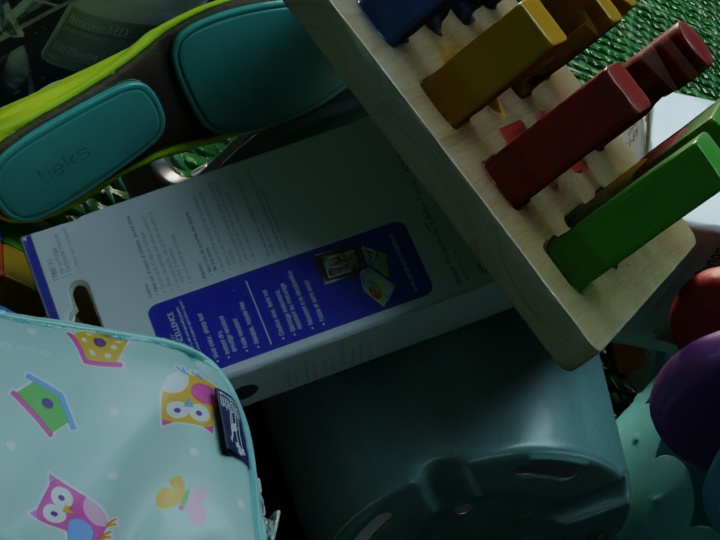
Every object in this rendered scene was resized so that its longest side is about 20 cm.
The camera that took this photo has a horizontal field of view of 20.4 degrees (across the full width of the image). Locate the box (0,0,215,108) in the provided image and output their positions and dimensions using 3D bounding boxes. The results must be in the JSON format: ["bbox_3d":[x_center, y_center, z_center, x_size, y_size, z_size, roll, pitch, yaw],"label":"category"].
[{"bbox_3d":[-0.174,-0.151,0.933,0.200,0.197,0.124,11,39,-48],"label":"box"}]

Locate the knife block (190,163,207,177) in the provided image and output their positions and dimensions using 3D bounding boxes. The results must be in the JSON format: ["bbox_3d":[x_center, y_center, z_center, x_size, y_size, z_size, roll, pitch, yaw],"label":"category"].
[{"bbox_3d":[0.000,0.000,1.111,0.175,0.064,0.200,3,46,-54],"label":"knife block"}]

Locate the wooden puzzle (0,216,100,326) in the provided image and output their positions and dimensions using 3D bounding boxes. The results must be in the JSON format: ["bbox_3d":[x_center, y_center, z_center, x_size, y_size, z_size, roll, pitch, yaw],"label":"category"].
[{"bbox_3d":[-0.128,0.041,0.877,0.185,0.046,0.200,29,29,-29],"label":"wooden puzzle"}]

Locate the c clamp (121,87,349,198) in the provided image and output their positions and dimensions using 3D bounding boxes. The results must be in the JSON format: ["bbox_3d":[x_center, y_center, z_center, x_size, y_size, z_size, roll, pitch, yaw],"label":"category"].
[{"bbox_3d":[-0.086,-0.107,1.010,0.027,0.200,0.171,1,63,-48],"label":"c clamp"}]

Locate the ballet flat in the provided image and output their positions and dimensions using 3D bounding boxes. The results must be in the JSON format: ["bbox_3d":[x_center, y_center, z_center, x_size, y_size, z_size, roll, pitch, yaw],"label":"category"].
[{"bbox_3d":[-0.091,-0.084,0.914,0.067,0.200,0.067,42,-25,59],"label":"ballet flat"}]

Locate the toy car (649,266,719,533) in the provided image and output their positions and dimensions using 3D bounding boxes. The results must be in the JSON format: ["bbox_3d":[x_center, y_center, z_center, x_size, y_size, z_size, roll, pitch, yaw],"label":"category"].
[{"bbox_3d":[0.211,0.054,0.929,0.150,0.175,0.200,6,47,11],"label":"toy car"}]

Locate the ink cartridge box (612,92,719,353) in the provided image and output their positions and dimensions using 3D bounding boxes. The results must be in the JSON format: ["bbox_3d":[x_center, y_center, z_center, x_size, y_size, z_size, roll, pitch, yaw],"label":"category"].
[{"bbox_3d":[0.224,-0.011,1.082,0.200,0.145,0.084,11,62,-7],"label":"ink cartridge box"}]

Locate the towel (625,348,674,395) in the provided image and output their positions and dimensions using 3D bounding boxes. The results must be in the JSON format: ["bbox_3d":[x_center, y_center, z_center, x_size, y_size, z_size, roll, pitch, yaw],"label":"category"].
[{"bbox_3d":[0.174,0.000,1.261,0.200,0.048,0.171,79,-11,-68],"label":"towel"}]

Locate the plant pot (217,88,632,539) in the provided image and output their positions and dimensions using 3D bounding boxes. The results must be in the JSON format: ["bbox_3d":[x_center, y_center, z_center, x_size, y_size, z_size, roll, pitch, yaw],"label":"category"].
[{"bbox_3d":[0.031,0.047,0.955,0.200,0.200,0.196,21,41,-39],"label":"plant pot"}]

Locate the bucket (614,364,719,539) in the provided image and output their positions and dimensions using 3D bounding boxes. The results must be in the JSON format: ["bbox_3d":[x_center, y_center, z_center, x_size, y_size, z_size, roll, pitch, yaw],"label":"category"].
[{"bbox_3d":[0.183,0.163,1.039,0.207,0.135,0.207,34,27,-20],"label":"bucket"}]

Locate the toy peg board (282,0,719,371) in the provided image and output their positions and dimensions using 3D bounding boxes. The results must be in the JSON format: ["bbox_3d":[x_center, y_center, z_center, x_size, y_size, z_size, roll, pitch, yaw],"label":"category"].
[{"bbox_3d":[0.092,-0.087,0.874,0.199,0.098,0.200,53,25,1],"label":"toy peg board"}]

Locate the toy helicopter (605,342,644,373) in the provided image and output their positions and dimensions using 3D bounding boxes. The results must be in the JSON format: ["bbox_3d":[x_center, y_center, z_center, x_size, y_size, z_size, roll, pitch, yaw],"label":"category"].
[{"bbox_3d":[0.108,-0.007,1.237,0.200,0.079,0.133,-109,-179,-78],"label":"toy helicopter"}]

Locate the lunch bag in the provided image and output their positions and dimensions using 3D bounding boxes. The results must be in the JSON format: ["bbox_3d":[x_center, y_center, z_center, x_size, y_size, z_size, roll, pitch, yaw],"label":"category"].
[{"bbox_3d":[-0.125,0.093,0.713,0.200,0.077,0.161,11,43,-25],"label":"lunch bag"}]

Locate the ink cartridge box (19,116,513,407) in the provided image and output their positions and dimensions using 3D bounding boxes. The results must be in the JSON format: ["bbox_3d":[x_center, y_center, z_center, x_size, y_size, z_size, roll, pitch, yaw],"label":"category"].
[{"bbox_3d":[-0.037,0.000,0.863,0.039,0.200,0.100,90,-20,-62],"label":"ink cartridge box"}]
